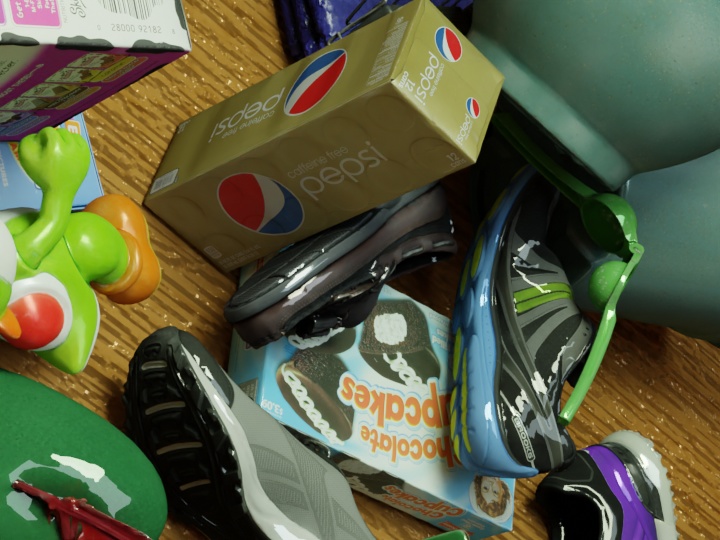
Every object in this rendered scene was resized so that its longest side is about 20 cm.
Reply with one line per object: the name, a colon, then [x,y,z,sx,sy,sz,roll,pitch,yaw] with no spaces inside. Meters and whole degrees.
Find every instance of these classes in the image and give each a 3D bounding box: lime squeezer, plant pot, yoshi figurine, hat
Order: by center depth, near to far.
hat: [-0.106,0.091,1.009,0.200,0.176,0.166,66,21,-14]
yoshi figurine: [-0.182,-0.017,1.027,0.200,0.112,0.112,9,92,-68]
plant pot: [0.138,-0.130,1.220,0.200,0.134,0.200,42,4,-4]
lime squeezer: [0.128,-0.007,1.251,0.071,0.038,0.200,6,59,-26]
plant pot: [0.187,-0.048,1.398,0.196,0.200,0.200,4,71,-35]

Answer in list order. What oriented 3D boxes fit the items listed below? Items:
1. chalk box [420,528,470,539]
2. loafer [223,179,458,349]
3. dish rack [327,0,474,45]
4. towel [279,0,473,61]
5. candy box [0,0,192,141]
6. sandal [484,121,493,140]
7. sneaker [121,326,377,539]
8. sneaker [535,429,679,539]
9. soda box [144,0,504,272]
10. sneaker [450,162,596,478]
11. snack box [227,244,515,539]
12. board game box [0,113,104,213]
chalk box: [0.062,0.243,1.193,0.124,0.125,0.200,-21,88,-48]
loafer: [0.000,0.000,1.213,0.063,0.072,0.200,61,37,-9]
dish rack: [0.017,-0.202,1.303,0.153,0.055,0.200,-5,62,-49]
towel: [0.022,-0.185,1.381,0.200,0.050,0.148,2,66,-45]
candy box: [-0.197,-0.107,1.004,0.200,0.136,0.061,-4,76,-46]
sandal: [0.003,-0.098,1.297,0.200,0.082,0.055,-1,76,-46]
sneaker: [-0.054,0.108,1.166,0.200,0.074,0.079,57,46,-21]
sneaker: [0.157,0.205,1.352,0.100,0.070,0.200,-14,81,-40]
soda box: [-0.021,-0.068,1.173,0.068,0.200,0.064,42,49,-26]
sneaker: [0.099,0.031,1.284,0.083,0.071,0.200,10,61,-10]
snack box: [0.011,0.069,1.271,0.200,0.037,0.116,28,54,-36]
board game box: [-0.228,-0.091,1.093,0.200,0.037,0.151,-9,81,-45]
